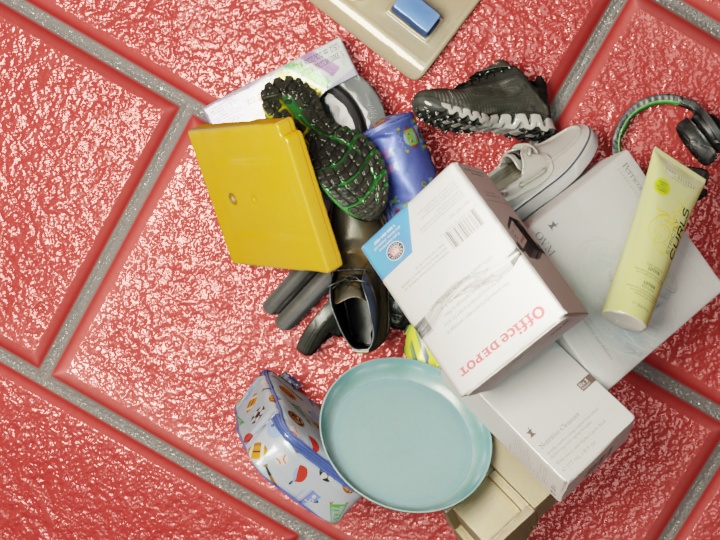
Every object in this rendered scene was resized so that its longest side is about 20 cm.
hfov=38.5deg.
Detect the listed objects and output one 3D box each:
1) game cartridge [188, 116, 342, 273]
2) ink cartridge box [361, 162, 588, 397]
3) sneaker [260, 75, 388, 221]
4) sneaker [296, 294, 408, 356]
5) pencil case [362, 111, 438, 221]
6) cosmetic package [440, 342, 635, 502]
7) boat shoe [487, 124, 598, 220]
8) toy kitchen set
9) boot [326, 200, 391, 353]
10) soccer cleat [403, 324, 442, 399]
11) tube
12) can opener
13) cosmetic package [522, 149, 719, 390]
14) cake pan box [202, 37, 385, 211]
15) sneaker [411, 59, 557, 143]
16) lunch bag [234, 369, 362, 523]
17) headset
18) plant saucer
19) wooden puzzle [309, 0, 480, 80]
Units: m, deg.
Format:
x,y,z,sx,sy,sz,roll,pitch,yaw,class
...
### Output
x,y,z,sx,sy,sz,roll,pitch,yaw,class
-0.111,-0.087,1.190,0.032,0.200,0.177,-30,112,-35,game cartridge
0.119,0.010,1.089,0.145,0.084,0.200,-42,70,22,ink cartridge box
-0.037,-0.133,1.181,0.078,0.085,0.200,-33,71,-14,sneaker
0.017,0.047,1.272,0.104,0.060,0.200,38,91,2,sneaker
0.059,-0.083,1.204,0.078,0.087,0.201,-27,99,-39,pencil case
0.193,0.142,1.152,0.113,0.081,0.200,-39,66,-15,cosmetic package
0.190,-0.115,1.205,0.200,0.072,0.066,-38,118,-3,boat shoe
0.181,0.244,1.260,0.200,0.181,0.163,-40,59,-10,toy kitchen set
0.000,0.000,1.185,0.074,0.097,0.201,-9,98,7,boot
0.082,0.131,1.261,0.065,0.084,0.201,9,105,-43,soccer cleat
0.320,-0.033,1.129,0.052,0.058,0.201,15,71,30,tube
-0.035,-0.008,1.275,0.200,0.067,0.053,-47,73,18,can opener
0.272,0.004,1.201,0.200,0.123,0.200,-38,93,-15,cosmetic package
-0.064,-0.160,1.261,0.199,0.052,0.185,-25,96,4,cake pan box
0.145,-0.206,1.217,0.199,0.066,0.091,3,84,-28,sneaker
-0.067,0.204,1.222,0.160,0.200,0.076,38,98,-19,lunch bag
0.396,-0.132,1.222,0.199,0.094,0.124,27,97,11,headset
0.050,0.188,1.167,0.199,0.201,0.027,17,138,0,plant saucer
0.056,-0.362,1.237,0.185,0.046,0.200,37,96,-2,wooden puzzle
